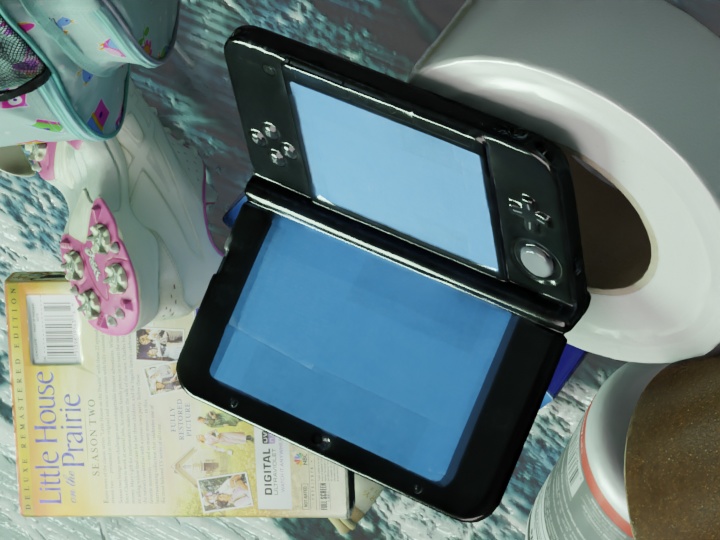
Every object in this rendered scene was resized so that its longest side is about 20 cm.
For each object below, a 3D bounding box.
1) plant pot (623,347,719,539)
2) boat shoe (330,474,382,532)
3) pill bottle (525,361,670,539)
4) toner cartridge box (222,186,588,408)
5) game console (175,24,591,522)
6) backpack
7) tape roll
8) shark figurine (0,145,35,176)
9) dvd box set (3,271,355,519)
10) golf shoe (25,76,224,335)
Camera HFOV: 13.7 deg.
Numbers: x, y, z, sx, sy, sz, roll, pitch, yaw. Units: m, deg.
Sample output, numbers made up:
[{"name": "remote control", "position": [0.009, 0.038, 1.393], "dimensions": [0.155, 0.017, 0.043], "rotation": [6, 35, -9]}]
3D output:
[{"name": "plant pot", "position": [0.261, 0.095, 1.434], "dimensions": [0.200, 0.187, 0.187], "rotation": [-29, 110, 42]}, {"name": "boat shoe", "position": [-0.071, 0.076, 1.804], "dimensions": [0.200, 0.063, 0.073], "rotation": [35, 175, -3]}, {"name": "pill bottle", "position": [0.155, 0.136, 1.633], "dimensions": [0.116, 0.116, 0.200], "rotation": [34, 149, 7]}, {"name": "toner cartridge box", "position": [0.024, 0.007, 1.669], "dimensions": [0.200, 0.043, 0.095], "rotation": [41, 148, -4]}, {"name": "game console", "position": [0.000, 0.000, 1.479], "dimensions": [0.199, 0.116, 0.176], "rotation": [23, 147, 27]}, {"name": "backpack", "position": [-0.171, -0.159, 1.529], "dimensions": [0.153, 0.176, 0.200], "rotation": [-4, 150, 8]}, {"name": "tape roll", "position": [0.115, -0.050, 1.477], "dimensions": [0.202, 0.071, 0.203], "rotation": [27, 148, 18]}, {"name": "shark figurine", "position": [-0.178, -0.086, 1.749], "dimensions": [0.214, 0.129, 0.090], "rotation": [20, 174, -3]}, {"name": "dvd box set", "position": [-0.105, 0.072, 1.752], "dimensions": [0.199, 0.029, 0.147], "rotation": [-1, 103, 8]}, {"name": "golf shoe", "position": [-0.133, -0.063, 1.680], "dimensions": [0.075, 0.091, 0.201], "rotation": [-26, 77, 54]}]
